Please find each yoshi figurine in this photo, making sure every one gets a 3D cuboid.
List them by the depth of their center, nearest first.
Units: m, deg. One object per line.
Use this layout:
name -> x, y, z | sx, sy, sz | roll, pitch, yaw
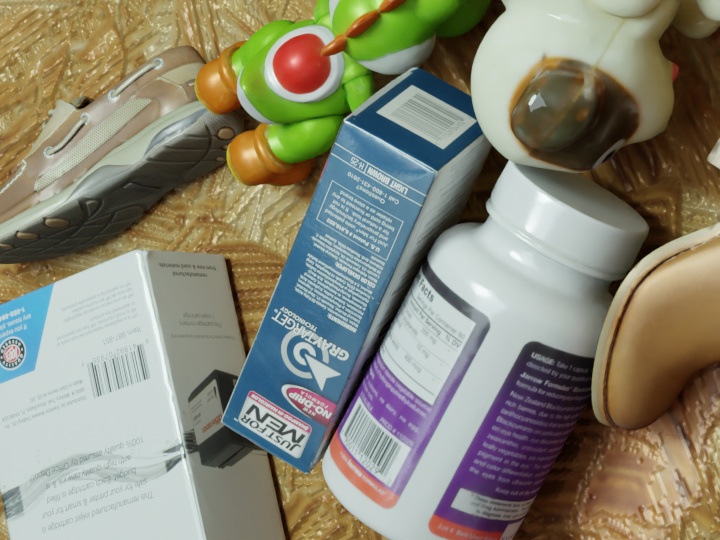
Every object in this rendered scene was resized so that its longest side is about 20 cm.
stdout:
yoshi figurine -> 0.004, -0.128, 1.584 | 0.200, 0.112, 0.112 | -33, 35, 43

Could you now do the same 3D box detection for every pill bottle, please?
pill bottle -> 0.070, 0.045, 1.503 | 0.111, 0.111, 0.201 | 37, 109, 30

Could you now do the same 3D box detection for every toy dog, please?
toy dog -> 0.107, -0.150, 1.435 | 0.139, 0.193, 0.201 | -178, 87, -71

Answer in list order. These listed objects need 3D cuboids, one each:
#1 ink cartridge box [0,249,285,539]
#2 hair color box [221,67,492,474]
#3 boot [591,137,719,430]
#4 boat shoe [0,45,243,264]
ink cartridge box -> -0.135, 0.104, 1.663 | 0.145, 0.084, 0.201 | -20, 77, 33
hair color box -> 0.000, 0.000, 1.530 | 0.060, 0.100, 0.201 | 29, 119, 12
boot -> 0.217, 0.028, 1.432 | 0.155, 0.077, 0.200 | 38, 102, 26
boat shoe -> -0.158, -0.067, 1.698 | 0.200, 0.076, 0.072 | -28, 69, 22
